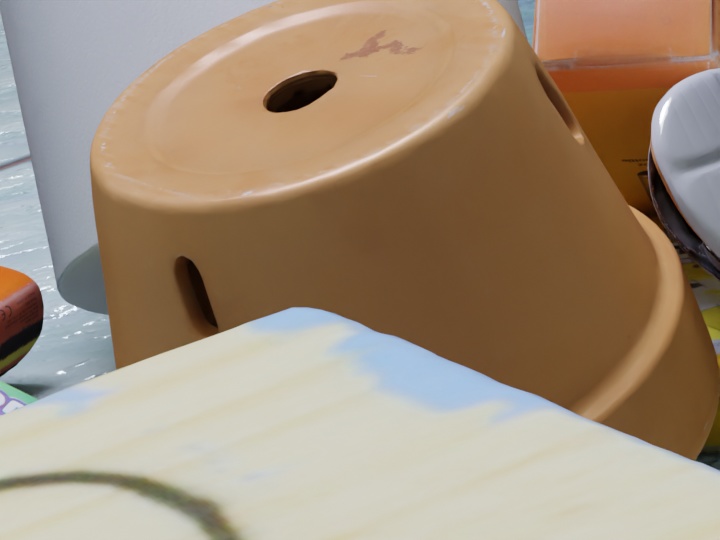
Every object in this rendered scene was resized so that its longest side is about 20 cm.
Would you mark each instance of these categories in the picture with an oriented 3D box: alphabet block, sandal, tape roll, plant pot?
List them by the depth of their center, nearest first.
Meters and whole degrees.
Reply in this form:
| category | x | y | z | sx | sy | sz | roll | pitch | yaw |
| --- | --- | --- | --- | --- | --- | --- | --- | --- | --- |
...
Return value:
| category | x | y | z | sx | sy | sz | roll | pitch | yaw |
| --- | --- | --- | --- | --- | --- | --- | --- | --- | --- |
| alphabet block | -0.032 | 0.140 | 0.387 | 0.200 | 0.197 | 0.195 | -21 | 18 | -25 |
| plant pot | 0.000 | 0.000 | 0.816 | 0.200 | 0.140 | 0.200 | -16 | 29 | 9 |
| sandal | 0.148 | -0.024 | 0.883 | 0.059 | 0.079 | 0.206 | -27 | -12 | 35 |
| tape roll | -0.034 | -0.077 | 1.008 | 0.202 | 0.140 | 0.203 | -13 | -12 | -3 |

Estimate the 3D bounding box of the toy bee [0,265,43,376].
| category | x | y | z | sx | sy | sz | roll | pitch | yaw |
| --- | --- | --- | --- | --- | --- | --- | --- | --- | --- |
| toy bee | -0.223 | 0.013 | 1.086 | 0.131 | 0.109 | 0.200 | -16 | 41 | -38 |

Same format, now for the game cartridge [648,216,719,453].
| category | x | y | z | sx | sy | sz | roll | pitch | yaw |
| --- | --- | --- | --- | --- | --- | --- | --- | --- | --- |
| game cartridge | 0.154 | 0.015 | 0.911 | 0.199 | 0.033 | 0.176 | -6 | 19 | 21 |

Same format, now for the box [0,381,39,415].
| category | x | y | z | sx | sy | sz | roll | pitch | yaw |
| --- | --- | --- | --- | --- | --- | --- | --- | --- | --- |
| box | -0.166 | 0.075 | 0.835 | 0.117 | 0.048 | 0.200 | 25 | 24 | 7 |

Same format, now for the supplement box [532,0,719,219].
| category | x | y | z | sx | sy | sz | roll | pitch | yaw |
| --- | --- | --- | --- | --- | --- | --- | --- | --- | --- |
| supplement box | 0.116 | -0.069 | 0.960 | 0.066 | 0.069 | 0.200 | -2 | -20 | 15 |
